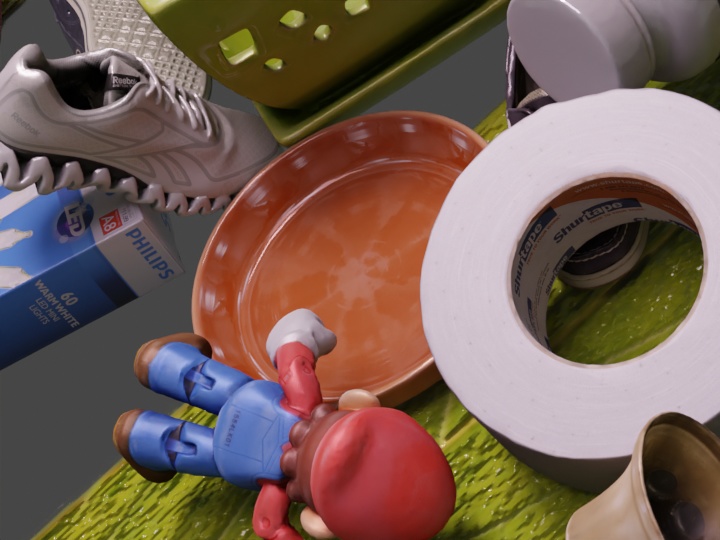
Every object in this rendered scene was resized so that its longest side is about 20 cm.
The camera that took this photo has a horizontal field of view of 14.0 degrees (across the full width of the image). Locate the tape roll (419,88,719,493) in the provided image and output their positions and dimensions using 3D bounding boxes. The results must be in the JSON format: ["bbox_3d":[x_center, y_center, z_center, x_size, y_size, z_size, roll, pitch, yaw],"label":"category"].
[{"bbox_3d":[0.134,0.010,1.493,0.200,0.066,0.200,-7,68,19],"label":"tape roll"}]

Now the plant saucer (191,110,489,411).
[{"bbox_3d":[0.000,0.000,1.637,0.200,0.032,0.200,-16,49,20],"label":"plant saucer"}]

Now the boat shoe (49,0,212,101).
[{"bbox_3d":[-0.144,-0.146,1.808,0.075,0.062,0.200,-24,48,-14],"label":"boat shoe"}]

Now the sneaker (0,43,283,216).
[{"bbox_3d":[-0.125,-0.083,1.672,0.081,0.200,0.075,-61,41,33],"label":"sneaker"}]

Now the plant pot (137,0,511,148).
[{"bbox_3d":[-0.031,-0.202,1.702,0.199,0.182,0.200,-33,46,5],"label":"plant pot"}]

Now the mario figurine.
[{"bbox_3d":[-0.029,0.100,1.546,0.200,0.124,0.106,18,36,36],"label":"mario figurine"}]

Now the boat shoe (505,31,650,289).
[{"bbox_3d":[0.112,-0.081,1.607,0.072,0.065,0.200,-17,51,17],"label":"boat shoe"}]

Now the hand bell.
[{"bbox_3d":[0.093,0.156,1.436,0.200,0.104,0.104,-30,44,32],"label":"hand bell"}]

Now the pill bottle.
[{"bbox_3d":[0.175,-0.171,1.575,0.200,0.111,0.111,-40,44,-25],"label":"pill bottle"}]

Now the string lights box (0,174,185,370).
[{"bbox_3d":[-0.211,-0.002,1.743,0.200,0.059,0.103,-28,46,9],"label":"string lights box"}]
